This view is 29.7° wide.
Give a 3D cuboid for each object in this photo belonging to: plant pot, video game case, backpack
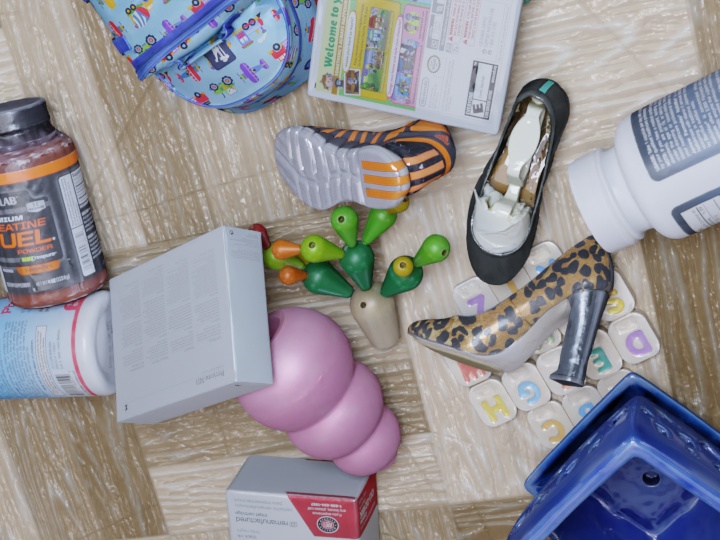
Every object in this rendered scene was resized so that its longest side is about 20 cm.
[{"bbox_3d":[0.266,0.227,1.265,0.200,0.180,0.200,36,115,-5],"label":"plant pot"},{"bbox_3d":[0.051,-0.233,1.199,0.181,0.022,0.201,13,115,10],"label":"video game case"},{"bbox_3d":[-0.136,-0.234,1.241,0.182,0.135,0.200,-26,104,24],"label":"backpack"}]

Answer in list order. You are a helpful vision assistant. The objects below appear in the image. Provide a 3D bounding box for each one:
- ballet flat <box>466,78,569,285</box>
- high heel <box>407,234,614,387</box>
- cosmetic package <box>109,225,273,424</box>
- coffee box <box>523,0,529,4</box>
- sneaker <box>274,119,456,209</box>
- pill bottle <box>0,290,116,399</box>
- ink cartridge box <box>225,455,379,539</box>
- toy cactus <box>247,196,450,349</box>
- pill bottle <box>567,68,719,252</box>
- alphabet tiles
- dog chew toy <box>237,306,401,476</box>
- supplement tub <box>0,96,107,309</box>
[{"bbox_3d":[0.135,-0.078,1.240,0.068,0.068,0.201,18,105,15],"label":"ballet flat"},{"bbox_3d":[0.144,0.026,1.301,0.199,0.071,0.143,10,78,34],"label":"high heel"},{"bbox_3d":[-0.169,0.058,1.329,0.200,0.052,0.152,-21,67,44],"label":"cosmetic package"},{"bbox_3d":[0.095,-0.277,1.206,0.199,0.044,0.123,-26,101,23],"label":"coffee box"},{"bbox_3d":[0.012,-0.104,1.279,0.200,0.112,0.078,19,123,46],"label":"sneaker"},{"bbox_3d":[-0.348,0.080,1.431,0.199,0.109,0.109,-4,109,17],"label":"pill bottle"},{"bbox_3d":[-0.057,0.308,1.446,0.144,0.084,0.201,2,111,15],"label":"ink cartridge box"},{"bbox_3d":[0.000,0.000,1.325,0.199,0.102,0.165,-8,126,16],"label":"toy cactus"},{"bbox_3d":[0.288,-0.097,1.177,0.199,0.120,0.120,-26,101,23],"label":"pill bottle"},{"bbox_3d":[0.184,0.076,1.329,0.199,0.015,0.196,-27,101,23],"label":"alphabet tiles"},{"bbox_3d":[-0.035,0.129,1.356,0.124,0.125,0.200,-33,116,24],"label":"dog chew toy"},{"bbox_3d":[-0.328,-0.069,1.371,0.106,0.107,0.201,-6,108,18],"label":"supplement tub"}]
